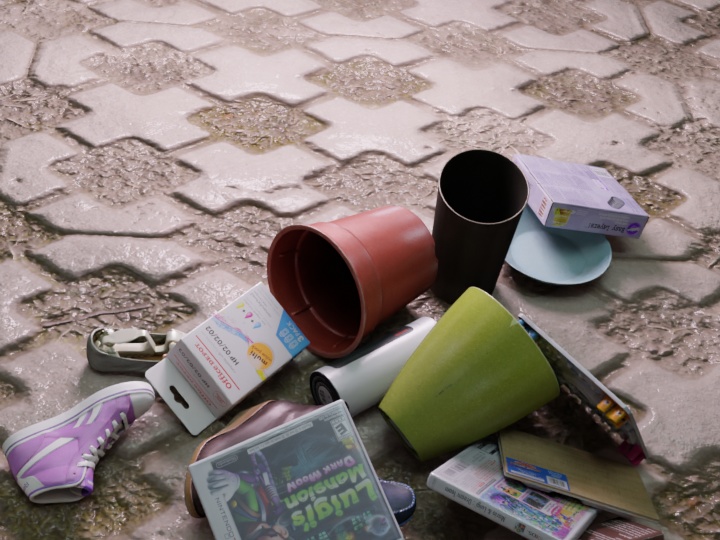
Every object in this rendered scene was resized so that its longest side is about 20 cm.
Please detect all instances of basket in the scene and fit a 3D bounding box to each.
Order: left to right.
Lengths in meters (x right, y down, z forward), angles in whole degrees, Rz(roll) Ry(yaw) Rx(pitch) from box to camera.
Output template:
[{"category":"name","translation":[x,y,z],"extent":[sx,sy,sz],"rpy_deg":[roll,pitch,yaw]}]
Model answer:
[{"category":"basket","translation":[0.171,-0.055,1.563],"extent":[0.135,0.200,0.181],"rpy_deg":[12,44,4]}]

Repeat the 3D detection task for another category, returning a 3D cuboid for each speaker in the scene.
[{"category":"speaker","translation":[0.031,0.138,1.425],"extent":[0.200,0.081,0.081],"rpy_deg":[-24,52,-29]}]

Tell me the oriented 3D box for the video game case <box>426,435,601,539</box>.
[{"category":"video game case","translation":[0.201,0.275,1.268],"extent":[0.182,0.024,0.200],"rpy_deg":[24,15,24]}]

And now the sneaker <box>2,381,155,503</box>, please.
[{"category":"sneaker","translation":[-0.337,0.227,1.287],"extent":[0.200,0.073,0.114],"rpy_deg":[-28,57,-19]}]

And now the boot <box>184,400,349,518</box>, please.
[{"category":"boot","translation":[-0.116,0.229,1.269],"extent":[0.166,0.073,0.200],"rpy_deg":[-8,28,27]}]

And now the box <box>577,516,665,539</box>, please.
[{"category":"box","translation":[0.254,0.356,1.200],"extent":[0.199,0.075,0.100],"rpy_deg":[-8,0,-17]}]

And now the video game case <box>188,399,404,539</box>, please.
[{"category":"video game case","translation":[-0.075,0.271,1.176],"extent":[0.199,0.023,0.182],"rpy_deg":[-22,76,-10]}]

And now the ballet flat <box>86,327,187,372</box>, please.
[{"category":"ballet flat","translation":[-0.282,0.111,1.417],"extent":[0.199,0.064,0.068],"rpy_deg":[2,43,-7]}]

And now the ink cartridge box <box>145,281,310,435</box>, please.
[{"category":"ink cartridge box","translation":[-0.180,0.119,1.389],"extent":[0.115,0.068,0.200],"rpy_deg":[50,52,2]}]

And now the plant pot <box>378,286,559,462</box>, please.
[{"category":"plant pot","translation":[0.128,0.156,1.355],"extent":[0.200,0.187,0.187],"rpy_deg":[-37,56,-10]}]

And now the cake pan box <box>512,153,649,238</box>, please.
[{"category":"cake pan box","translation":[0.368,-0.131,1.737],"extent":[0.183,0.052,0.200],"rpy_deg":[8,29,-19]}]

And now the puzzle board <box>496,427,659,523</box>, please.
[{"category":"puzzle board","translation":[0.275,0.264,1.315],"extent":[0.199,0.017,0.151],"rpy_deg":[17,15,0]}]

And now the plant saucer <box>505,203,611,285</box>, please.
[{"category":"plant saucer","translation":[0.313,-0.034,1.681],"extent":[0.200,0.039,0.201],"rpy_deg":[5,42,-4]}]

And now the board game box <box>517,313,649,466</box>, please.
[{"category":"board game box","translation":[0.295,0.164,1.364],"extent":[0.026,0.200,0.200],"rpy_deg":[-43,55,-4]}]

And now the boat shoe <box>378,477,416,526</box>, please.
[{"category":"boat shoe","translation":[-0.025,0.279,1.223],"extent":[0.199,0.069,0.084],"rpy_deg":[-3,37,-17]}]

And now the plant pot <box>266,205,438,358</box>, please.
[{"category":"plant pot","translation":[0.000,0.000,1.498],"extent":[0.201,0.201,0.195],"rpy_deg":[38,43,28]}]
